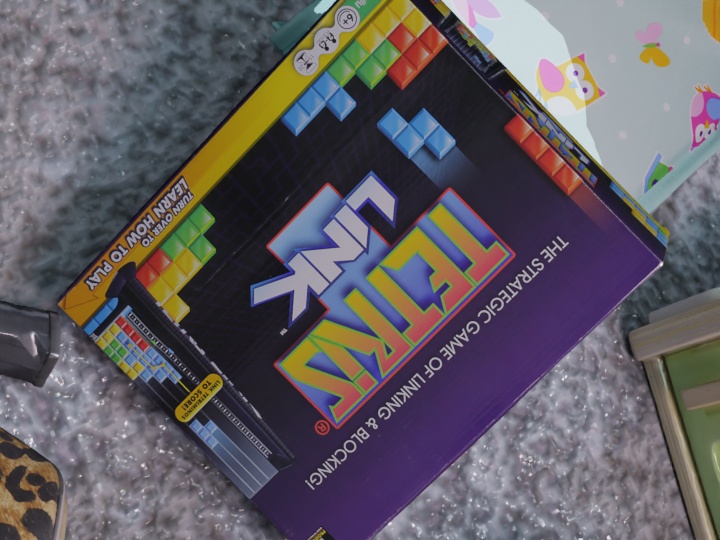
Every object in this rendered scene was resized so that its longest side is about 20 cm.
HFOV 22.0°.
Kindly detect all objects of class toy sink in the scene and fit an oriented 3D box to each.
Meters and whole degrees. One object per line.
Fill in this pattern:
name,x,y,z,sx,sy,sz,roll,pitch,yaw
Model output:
toy sink,0.207,0.050,0.859,0.111,0.130,0.202,-13,84,-22

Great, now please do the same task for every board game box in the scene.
board game box,0.000,0.000,0.767,0.165,0.057,0.200,45,108,0

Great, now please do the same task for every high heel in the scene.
high heel,-0.187,0.076,0.709,0.141,0.072,0.201,14,40,-22

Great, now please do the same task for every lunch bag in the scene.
lunch bag,0.073,-0.087,0.844,0.200,0.122,0.171,-37,94,-29
